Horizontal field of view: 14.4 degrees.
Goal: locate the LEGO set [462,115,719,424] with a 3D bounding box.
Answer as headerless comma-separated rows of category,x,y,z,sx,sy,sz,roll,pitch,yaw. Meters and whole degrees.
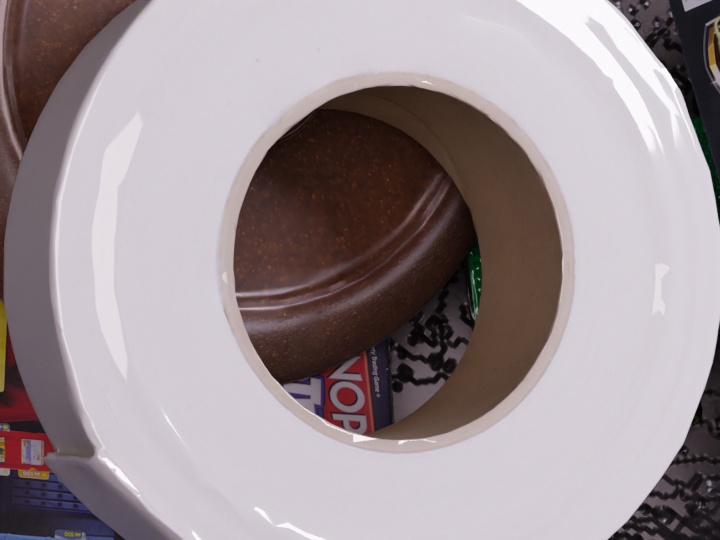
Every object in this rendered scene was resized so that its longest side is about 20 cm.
LEGO set,0.113,0.036,0.930,0.153,0.116,0.201,-22,72,28

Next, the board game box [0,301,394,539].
board game box,-0.041,0.096,0.879,0.198,0.062,0.201,7,54,-12

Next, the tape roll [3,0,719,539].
tape roll,0.000,0.000,0.819,0.201,0.071,0.204,1,87,-19

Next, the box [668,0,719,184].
box,0.181,-0.054,0.888,0.046,0.199,0.160,-21,81,41

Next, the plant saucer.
plant saucer,-0.039,-0.063,0.865,0.199,0.034,0.202,0,92,-18
